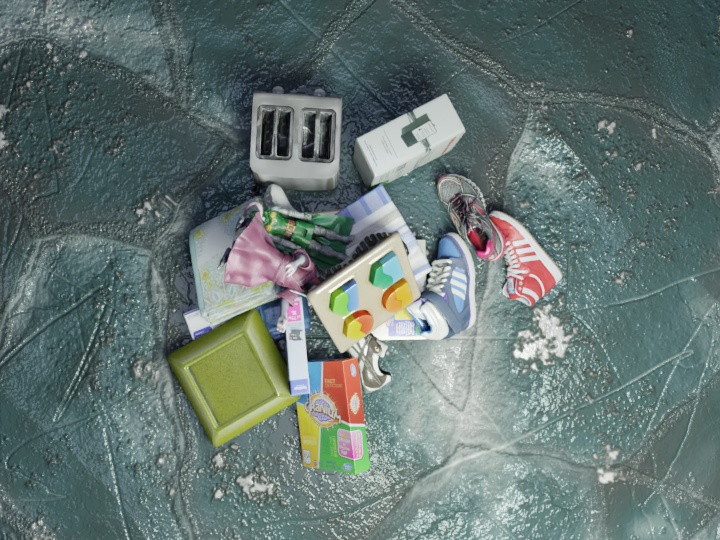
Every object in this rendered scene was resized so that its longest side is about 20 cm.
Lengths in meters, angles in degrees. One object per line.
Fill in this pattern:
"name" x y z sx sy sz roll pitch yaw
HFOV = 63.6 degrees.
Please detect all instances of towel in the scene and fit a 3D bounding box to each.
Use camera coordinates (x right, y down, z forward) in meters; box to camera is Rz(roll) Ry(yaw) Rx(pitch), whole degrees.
"towel" 0.032 -0.046 1.125 0.145 0.024 0.202 -30 85 1
"towel" -0.168 0.033 1.154 0.109 0.049 0.204 -13 88 -5
"towel" -0.240 -0.016 1.103 0.168 0.048 0.204 -20 72 18

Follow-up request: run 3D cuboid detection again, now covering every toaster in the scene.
"toaster" -0.126 -0.248 1.137 0.177 0.119 0.205 3 87 -3

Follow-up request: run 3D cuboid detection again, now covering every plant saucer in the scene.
"plant saucer" -0.242 0.205 1.100 0.197 0.048 0.203 -29 91 -3

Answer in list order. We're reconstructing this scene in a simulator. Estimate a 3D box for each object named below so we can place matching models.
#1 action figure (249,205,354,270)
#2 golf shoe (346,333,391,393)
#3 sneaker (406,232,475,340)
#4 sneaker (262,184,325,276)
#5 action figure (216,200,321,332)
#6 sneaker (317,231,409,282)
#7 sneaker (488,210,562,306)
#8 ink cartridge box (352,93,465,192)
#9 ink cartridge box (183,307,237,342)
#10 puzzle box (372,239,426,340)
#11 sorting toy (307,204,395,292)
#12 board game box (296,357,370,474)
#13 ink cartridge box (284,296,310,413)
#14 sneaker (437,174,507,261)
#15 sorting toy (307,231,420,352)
"action figure" -0.109 -0.069 1.061 0.197 0.055 0.121 17 80 -20
"golf shoe" 0.003 0.136 1.131 0.093 0.078 0.204 -15 98 6
"sneaker" 0.150 0.034 1.136 0.144 0.080 0.205 -10 93 -34
"sneaker" -0.129 -0.070 1.117 0.079 0.076 0.204 -19 94 -21
"action figure" -0.137 0.000 0.992 0.197 0.150 0.135 25 124 -14
"sneaker" 0.000 0.000 1.074 0.198 0.090 0.079 -30 78 -12
"sneaker" 0.308 -0.019 1.179 0.113 0.071 0.200 -45 93 -8
"ink cartridge box" 0.090 -0.246 1.139 0.197 0.147 0.084 -27 88 -6
"ink cartridge box" -0.267 0.161 1.144 0.098 0.039 0.204 -20 90 -4
"puzzle box" 0.068 0.040 1.181 0.130 0.025 0.205 0 87 -4
"sorting toy" -0.018 -0.032 1.153 0.195 0.036 0.190 -6 86 8
"board game box" -0.059 0.272 1.103 0.040 0.151 0.205 -4 85 -46
"ink cartridge box" -0.116 0.156 1.058 0.041 0.119 0.205 -7 81 -8
"sneaker" 0.217 -0.110 1.151 0.081 0.074 0.202 -42 70 26
"sorting toy" 0.016 0.047 1.004 0.184 0.201 0.037 -35 52 -8
